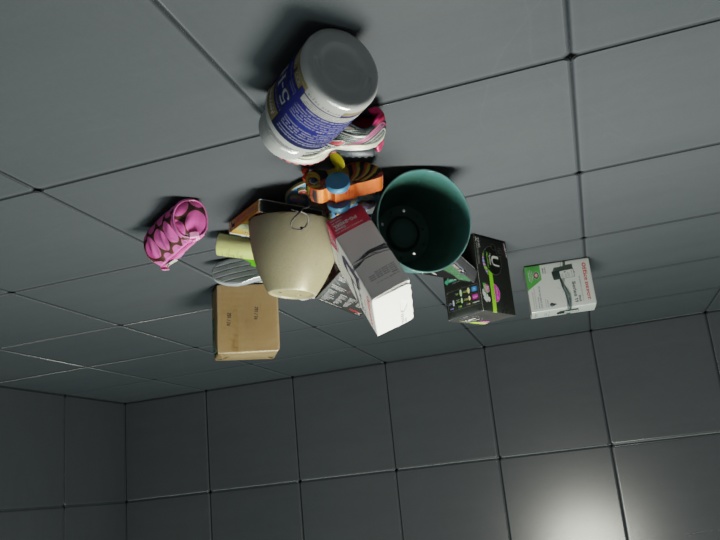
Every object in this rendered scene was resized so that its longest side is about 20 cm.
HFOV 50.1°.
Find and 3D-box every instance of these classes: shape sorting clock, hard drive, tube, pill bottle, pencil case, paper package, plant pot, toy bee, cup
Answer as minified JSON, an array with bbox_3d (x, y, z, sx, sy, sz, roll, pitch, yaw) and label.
[{"bbox_3d":[-0.057,-0.146,1.583,0.195,0.040,0.200,-6,164,-2],"label":"shape sorting clock"},{"bbox_3d":[0.180,-0.023,1.939,0.197,0.039,0.139,11,165,39],"label":"hard drive"},{"bbox_3d":[-0.230,-0.046,1.753,0.195,0.053,0.058,8,-158,1],"label":"tube"},{"bbox_3d":[-0.070,-0.241,1.103,0.117,0.123,0.199,3,161,-30],"label":"pill bottle"},{"bbox_3d":[-0.385,-0.073,1.609,0.089,0.096,0.199,4,160,-31],"label":"pencil case"},{"bbox_3d":[-0.326,0.145,2.188,0.186,0.205,0.104,-1,163,-15],"label":"paper package"},{"bbox_3d":[0.107,-0.087,1.579,0.196,0.206,0.161,-2,173,-14],"label":"plant pot"},{"bbox_3d":[-0.060,-0.167,1.442,0.197,0.109,0.133,-10,138,-35],"label":"toy bee"},{"bbox_3d":[-0.138,-0.021,1.587,0.195,0.147,0.201,2,168,0],"label":"cup"}]

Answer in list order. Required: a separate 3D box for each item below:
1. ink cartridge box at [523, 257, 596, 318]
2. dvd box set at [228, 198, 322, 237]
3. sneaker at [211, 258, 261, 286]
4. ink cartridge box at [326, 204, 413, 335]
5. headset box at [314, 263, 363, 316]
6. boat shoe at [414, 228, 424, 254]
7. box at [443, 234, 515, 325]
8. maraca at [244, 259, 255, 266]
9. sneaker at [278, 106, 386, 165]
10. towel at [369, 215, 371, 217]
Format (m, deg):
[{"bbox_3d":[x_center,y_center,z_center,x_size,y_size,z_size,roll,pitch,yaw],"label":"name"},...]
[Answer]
[{"bbox_3d":[0.600,0.054,2.320,0.195,0.150,0.083,-9,163,8],"label":"ink cartridge box"},{"bbox_3d":[-0.184,-0.102,1.640,0.143,0.030,0.199,9,166,-27],"label":"dvd box set"},{"bbox_3d":[-0.279,0.008,1.965,0.195,0.075,0.071,-4,161,-7],"label":"sneaker"},{"bbox_3d":[0.019,0.001,1.481,0.083,0.202,0.146,-26,149,-9],"label":"ink cartridge box"},{"bbox_3d":[0.000,0.000,1.795,0.147,0.076,0.200,22,124,-36],"label":"headset box"},{"bbox_3d":[0.142,-0.076,1.837,0.197,0.070,0.071,13,-158,39],"label":"boat shoe"},{"bbox_3d":[0.306,0.029,2.020,0.147,0.205,0.123,9,158,-44],"label":"box"},{"bbox_3d":[-0.187,-0.022,1.847,0.195,0.109,0.138,12,153,-8],"label":"maraca"},{"bbox_3d":[-0.054,-0.229,1.248,0.195,0.082,0.075,-10,151,-14],"label":"sneaker"},{"bbox_3d":[-0.010,-0.043,1.823,0.142,0.024,0.202,-18,138,3],"label":"towel"}]
